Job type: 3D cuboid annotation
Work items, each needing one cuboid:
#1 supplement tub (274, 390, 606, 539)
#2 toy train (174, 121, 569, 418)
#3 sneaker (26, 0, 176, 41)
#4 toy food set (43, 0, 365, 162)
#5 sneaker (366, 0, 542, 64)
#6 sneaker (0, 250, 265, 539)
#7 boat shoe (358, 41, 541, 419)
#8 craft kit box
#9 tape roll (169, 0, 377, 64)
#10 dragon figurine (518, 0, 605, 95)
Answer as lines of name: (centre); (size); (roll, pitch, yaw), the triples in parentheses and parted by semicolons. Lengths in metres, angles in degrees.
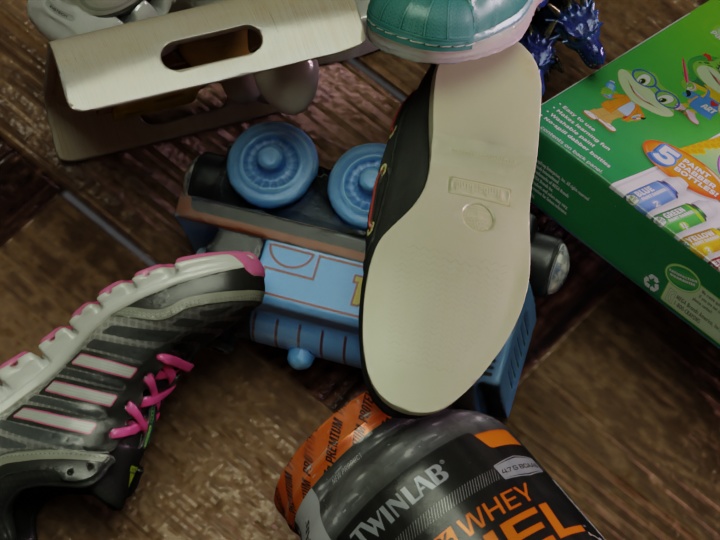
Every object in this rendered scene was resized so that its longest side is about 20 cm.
supplement tub: (0.056, 0.151, 1.329); (0.122, 0.123, 0.200); (-34, 66, -19)
toy train: (0.000, 0.000, 1.434); (0.200, 0.087, 0.114); (14, 73, 10)
sneaker: (-0.093, -0.189, 1.489); (0.075, 0.081, 0.200); (27, 47, 14)
toy food set: (-0.079, -0.089, 1.424); (0.143, 0.200, 0.060); (-15, 86, -9)
sneaker: (0.070, -0.168, 1.378); (0.071, 0.080, 0.200); (24, 41, 28)
sneaker: (-0.119, 0.067, 1.386); (0.200, 0.074, 0.088); (-34, 75, 5)
boat shoe: (0.039, -0.015, 1.353); (0.074, 0.063, 0.202); (19, 60, -11)
craft kit box: (0.203, -0.041, 1.448); (0.200, 0.049, 0.197); (39, 41, 18)
tape roll: (-0.036, -0.205, 1.579); (0.202, 0.037, 0.203); (0, 61, -1)
dragon figurine: (0.076, -0.161, 1.484); (0.059, 0.099, 0.200); (-8, 62, -14)
